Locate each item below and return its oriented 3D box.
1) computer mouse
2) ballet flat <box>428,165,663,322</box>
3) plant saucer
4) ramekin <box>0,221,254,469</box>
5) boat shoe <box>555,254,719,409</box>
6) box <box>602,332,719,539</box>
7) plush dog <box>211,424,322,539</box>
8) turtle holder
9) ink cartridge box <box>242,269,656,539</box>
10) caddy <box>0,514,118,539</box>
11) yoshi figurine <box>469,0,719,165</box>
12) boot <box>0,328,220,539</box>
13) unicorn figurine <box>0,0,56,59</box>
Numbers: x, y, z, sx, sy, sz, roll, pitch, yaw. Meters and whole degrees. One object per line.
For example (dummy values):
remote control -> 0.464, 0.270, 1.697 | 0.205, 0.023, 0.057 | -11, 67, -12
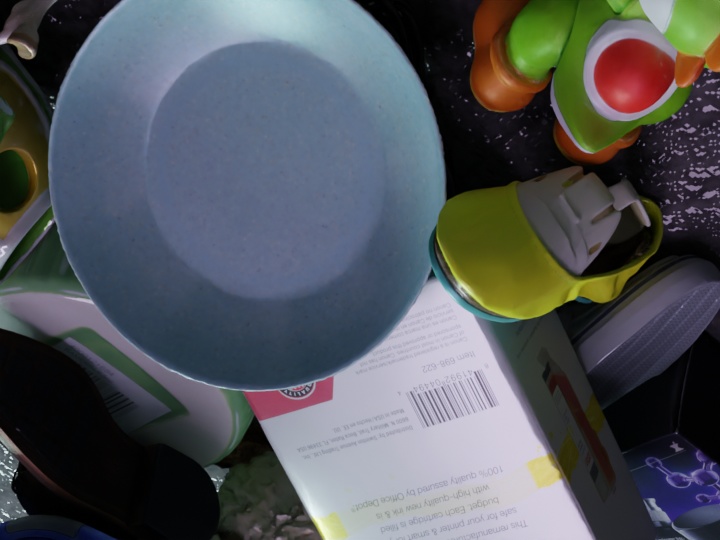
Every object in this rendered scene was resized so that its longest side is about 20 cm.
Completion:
computer mouse -> -0.046, -0.069, 0.869 | 0.199, 0.046, 0.141 | -11, 121, 21
ballet flat -> 0.095, -0.019, 0.794 | 0.067, 0.200, 0.067 | -36, 75, 21
plant saucer -> -0.051, -0.045, 0.809 | 0.200, 0.039, 0.202 | 4, 102, 18
ramekin -> -0.138, 0.031, 0.995 | 0.199, 0.098, 0.201 | 12, 142, 9
boat shoe -> 0.107, 0.046, 0.927 | 0.200, 0.067, 0.073 | -44, 149, 26
box -> 0.163, 0.130, 1.006 | 0.141, 0.079, 0.200 | 39, 139, -20
plush dog -> -0.077, 0.189, 1.085 | 0.200, 0.172, 0.161 | 47, 172, 11
turtle holder -> -0.210, -0.068, 0.862 | 0.132, 0.141, 0.186 | 40, 132, -3
ink cartridge box -> 0.044, 0.089, 0.875 | 0.145, 0.083, 0.201 | -19, 106, 29
caddy -> -0.174, 0.188, 0.945 | 0.199, 0.106, 0.141 | -1, 175, 30
yoshi figurine -> 0.128, -0.124, 0.704 | 0.200, 0.112, 0.113 | -32, 81, 62
boot -> -0.180, 0.107, 0.964 | 0.097, 0.075, 0.200 | -20, 130, 36
unicorn figurine -> -0.130, -0.154, 0.757 | 0.199, 0.138, 0.074 | 19, 152, 26
